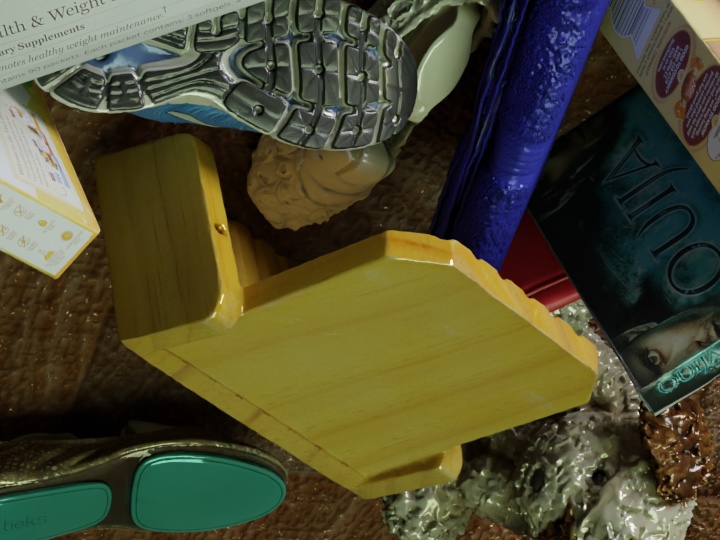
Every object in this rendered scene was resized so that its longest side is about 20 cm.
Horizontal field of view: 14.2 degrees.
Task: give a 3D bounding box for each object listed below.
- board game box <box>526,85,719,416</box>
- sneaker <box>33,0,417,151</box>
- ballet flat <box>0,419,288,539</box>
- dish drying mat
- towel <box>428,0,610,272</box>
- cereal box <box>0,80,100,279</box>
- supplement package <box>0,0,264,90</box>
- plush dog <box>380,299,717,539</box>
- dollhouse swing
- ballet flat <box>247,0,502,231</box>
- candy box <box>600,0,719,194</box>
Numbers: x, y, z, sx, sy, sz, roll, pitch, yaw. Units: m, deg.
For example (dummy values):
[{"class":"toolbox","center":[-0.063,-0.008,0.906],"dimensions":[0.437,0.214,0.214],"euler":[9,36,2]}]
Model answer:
[{"class":"board game box","center":[0.170,-0.025,1.541],"dimensions":[0.135,0.200,0.028],"euler":[-34,130,5]},{"class":"sneaker","center":[-0.069,-0.107,1.440],"dimensions":[0.199,0.089,0.079],"euler":[9,95,-12]},{"class":"ballet flat","center":[-0.139,0.111,1.608],"dimensions":[0.199,0.065,0.071],"euler":[-2,128,-26]},{"class":"dish drying mat","center":[0.118,-0.015,1.610],"dimensions":[0.200,0.077,0.018],"euler":[-24,132,-4]},{"class":"towel","center":[0.088,-0.104,1.495],"dimensions":[0.049,0.148,0.200],"euler":[22,123,3]},{"class":"cereal box","center":[-0.221,-0.088,1.348],"dimensions":[0.200,0.144,0.040],"euler":[30,113,-39]},{"class":"supplement package","center":[-0.125,-0.218,1.279],"dimensions":[0.191,0.147,0.200],"euler":[-20,134,-7]},{"class":"plush dog","center":[0.127,0.114,1.658],"dimensions":[0.160,0.172,0.200],"euler":[16,119,-34]},{"class":"dollhouse swing","center":[0.000,0.000,1.474],"dimensions":[0.176,0.182,0.200],"euler":[-34,135,22]},{"class":"ballet flat","center":[0.008,-0.088,1.508],"dimensions":[0.072,0.072,0.200],"euler":[19,119,-35]},{"class":"candy box","center":[0.213,-0.094,1.503],"dimensions":[0.115,0.200,0.055],"euler":[5,125,-27]}]
